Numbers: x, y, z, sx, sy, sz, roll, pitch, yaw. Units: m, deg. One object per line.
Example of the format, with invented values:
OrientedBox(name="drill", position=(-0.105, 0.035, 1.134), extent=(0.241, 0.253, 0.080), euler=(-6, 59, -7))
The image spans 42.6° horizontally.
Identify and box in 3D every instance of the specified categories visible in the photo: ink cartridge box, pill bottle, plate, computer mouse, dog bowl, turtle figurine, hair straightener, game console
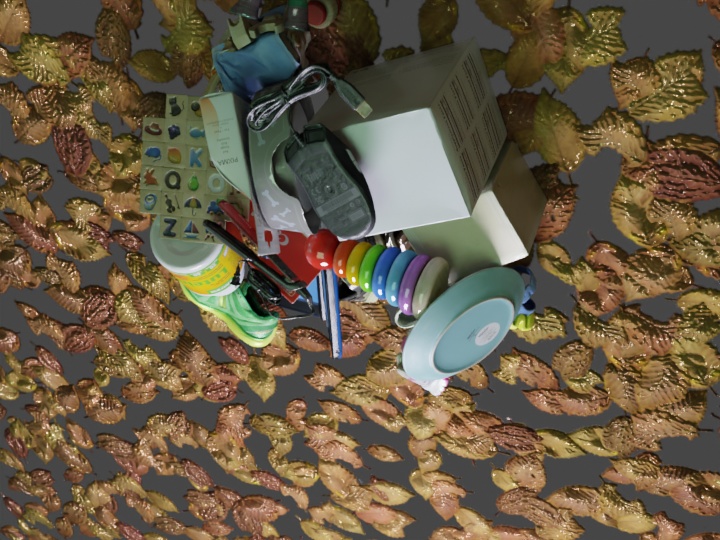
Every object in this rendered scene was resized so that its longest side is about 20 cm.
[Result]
OrientedBox(name="ink cartridge box", position=(-0.109, -0.086, 1.297), extent=(0.200, 0.174, 0.044), euler=(41, 169, 5))
OrientedBox(name="pill bottle", position=(-0.238, -0.026, 1.408), extent=(0.109, 0.113, 0.200), euler=(17, 167, 11))
OrientedBox(name="plate", position=(0.143, 0.080, 1.221), extent=(0.026, 0.198, 0.202), euler=(50, 143, 36))
OrientedBox(name="computer mouse", position=(-0.025, -0.141, 1.052), extent=(0.140, 0.046, 0.201), euler=(-31, 102, 34))
OrientedBox(name="ink cartridge box", position=(-0.152, -0.118, 1.194), extent=(0.049, 0.162, 0.204), euler=(-8, 92, 5))
OrientedBox(name="dog bowl", position=(-0.095, -0.145, 1.193), extent=(0.058, 0.201, 0.203), euler=(-5, 125, 9))
OrientedBox(name="turtle figurine", position=(-0.086, -0.392, 1.083), extent=(0.147, 0.101, 0.203), euler=(17, 102, 9))
OrientedBox(name="hair straightener", position=(-0.143, -0.002, 1.275), extent=(0.200, 0.041, 0.077), euler=(44, 102, -5))
OrientedBox(name="game console", position=(-0.096, 0.018, 1.426), extent=(0.116, 0.172, 0.203), euler=(-7, 127, -3))

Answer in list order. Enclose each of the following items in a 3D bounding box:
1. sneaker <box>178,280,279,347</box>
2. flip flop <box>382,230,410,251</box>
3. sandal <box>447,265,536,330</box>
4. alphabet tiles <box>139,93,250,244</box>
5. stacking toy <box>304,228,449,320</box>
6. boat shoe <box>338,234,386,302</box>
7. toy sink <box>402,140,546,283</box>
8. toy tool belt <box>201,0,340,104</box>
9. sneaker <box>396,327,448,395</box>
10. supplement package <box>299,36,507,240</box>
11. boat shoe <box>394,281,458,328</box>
OrientedBox(name="sneaker", position=(-0.217, 0.041, 1.537), extent=(0.199, 0.074, 0.084), euler=(36, 108, -1))
OrientedBox(name="flip flop", position=(0.053, -0.049, 1.336), extent=(0.057, 0.081, 0.203), euler=(-17, 116, -9))
OrientedBox(name="sandal", position=(0.174, 0.032, 1.297), extent=(0.080, 0.197, 0.088), euler=(48, 128, 45))
OrientedBox(name="alphabet tiles", position=(-0.231, -0.142, 1.294), extent=(0.163, 0.006, 0.204), euler=(5, 96, 11))
OrientedBox(name="stacking toy", position=(0.013, -0.005, 1.213), extent=(0.197, 0.085, 0.086), euler=(21, 132, 20))
OrientedBox(name="boat shoe", position=(0.000, 0.000, 1.347), extent=(0.064, 0.074, 0.201), euler=(-16, 154, -12))
OrientedBox(name="toy sink", position=(0.130, -0.071, 1.240), extent=(0.198, 0.131, 0.113), euler=(-20, 115, 36))
OrientedBox(name="toy tool belt", position=(-0.120, -0.284, 1.196), extent=(0.198, 0.123, 0.125), euler=(-24, 113, 36))
OrientedBox(name="sneaker", position=(0.110, 0.118, 1.404), extent=(0.087, 0.082, 0.201), euler=(14, 137, -11))
OrientedBox(name="supplement package", position=(0.057, -0.164, 1.154), extent=(0.189, 0.201, 0.149), euler=(-9, 121, 30))
OrientedBox(name="boat shoe", position=(0.124, 0.025, 1.359), extent=(0.072, 0.062, 0.200), euler=(39, 131, -8))
